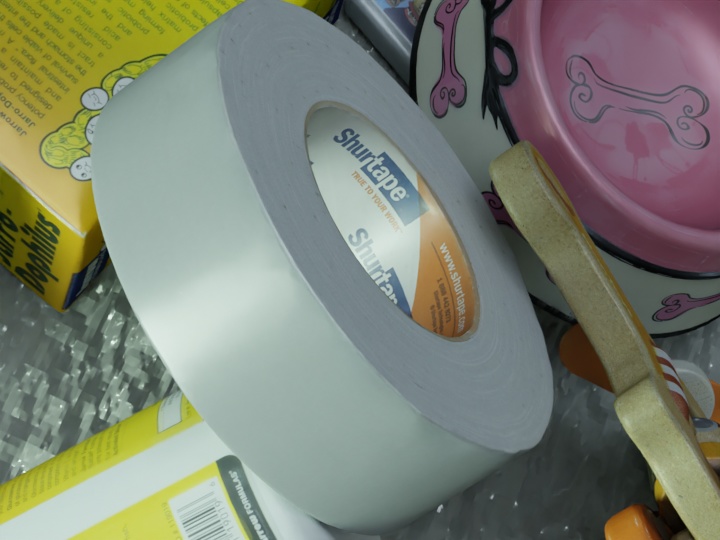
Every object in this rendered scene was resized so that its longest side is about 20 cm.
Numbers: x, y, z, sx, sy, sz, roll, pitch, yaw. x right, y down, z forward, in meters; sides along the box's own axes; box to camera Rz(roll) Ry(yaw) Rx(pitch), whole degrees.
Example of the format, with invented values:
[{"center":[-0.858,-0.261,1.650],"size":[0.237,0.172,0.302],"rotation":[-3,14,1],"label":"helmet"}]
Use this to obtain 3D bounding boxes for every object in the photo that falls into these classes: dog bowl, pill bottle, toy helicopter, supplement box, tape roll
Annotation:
[{"center":[0.124,-0.076,1.030],"size":[0.199,0.074,0.201],"rotation":[11,66,-25],"label":"dog bowl"},{"center":[-0.098,0.125,0.913],"size":[0.199,0.112,0.112],"rotation":[-28,78,11],"label":"pill bottle"},{"center":[0.113,0.036,0.945],"size":[0.079,0.132,0.201],"rotation":[-31,89,14],"label":"toy helicopter"},{"center":[-0.099,-0.100,1.017],"size":[0.109,0.109,0.200],"rotation":[41,69,3],"label":"supplement box"},{"center":[-0.011,-0.003,0.894],"size":[0.066,0.200,0.201],"rotation":[-34,79,23],"label":"tape roll"}]

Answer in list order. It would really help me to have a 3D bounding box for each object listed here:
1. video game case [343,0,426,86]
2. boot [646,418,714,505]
[{"center":[0.121,-0.103,1.114],"size":[0.182,0.023,0.200],"rotation":[-38,85,-21],"label":"video game case"},{"center":[0.201,0.051,1.056],"size":[0.154,0.072,0.201],"rotation":[-6,77,-12],"label":"boot"}]
